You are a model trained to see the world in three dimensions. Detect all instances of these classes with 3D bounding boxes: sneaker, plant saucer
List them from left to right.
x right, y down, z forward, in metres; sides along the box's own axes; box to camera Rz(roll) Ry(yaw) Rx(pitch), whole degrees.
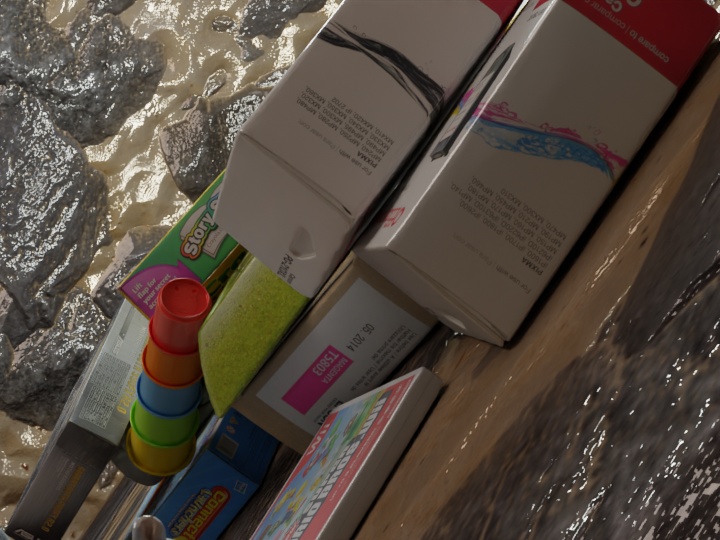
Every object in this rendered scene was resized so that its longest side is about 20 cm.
[{"bbox_3d":[-0.162,0.110,1.357,0.099,0.078,0.201,-42,20,32],"label":"sneaker"},{"bbox_3d":[-0.048,-0.016,1.043,0.201,0.048,0.200,-53,6,18],"label":"plant saucer"}]

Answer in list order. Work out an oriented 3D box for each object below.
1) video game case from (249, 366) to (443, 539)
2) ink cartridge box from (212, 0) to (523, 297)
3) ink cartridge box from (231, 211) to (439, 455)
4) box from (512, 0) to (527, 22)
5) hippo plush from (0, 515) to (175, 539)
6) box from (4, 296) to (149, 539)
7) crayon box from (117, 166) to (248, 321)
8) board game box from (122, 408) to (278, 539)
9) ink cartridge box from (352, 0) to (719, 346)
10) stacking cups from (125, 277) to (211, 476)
[{"bbox_3d":[-0.022,0.133,0.865,0.144,0.017,0.200,-57,6,-19],"label":"video game case"},{"bbox_3d":[0.005,-0.101,0.862,0.201,0.084,0.145,-54,-2,-22],"label":"ink cartridge box"},{"bbox_3d":[0.007,0.013,1.028,0.200,0.075,0.165,-48,10,41],"label":"ink cartridge box"},{"bbox_3d":[0.099,-0.124,1.127,0.201,0.064,0.070,-51,7,26],"label":"box"},{"bbox_3d":[-0.150,0.240,0.881,0.159,0.160,0.201,-21,31,12],"label":"hippo plush"},{"bbox_3d":[-0.237,0.128,1.284,0.159,0.048,0.201,-55,13,33],"label":"box"},{"bbox_3d":[-0.095,-0.025,1.206,0.200,0.058,0.173,-48,-13,-4],"label":"crayon box"},{"bbox_3d":[-0.141,0.189,1.299,0.196,0.056,0.200,-52,6,25],"label":"board game box"},{"bbox_3d":[0.090,-0.068,0.784,0.201,0.085,0.148,-54,6,-4],"label":"ink cartridge box"},{"bbox_3d":[-0.145,0.086,1.116,0.061,0.060,0.201,-58,-8,-37],"label":"stacking cups"}]
